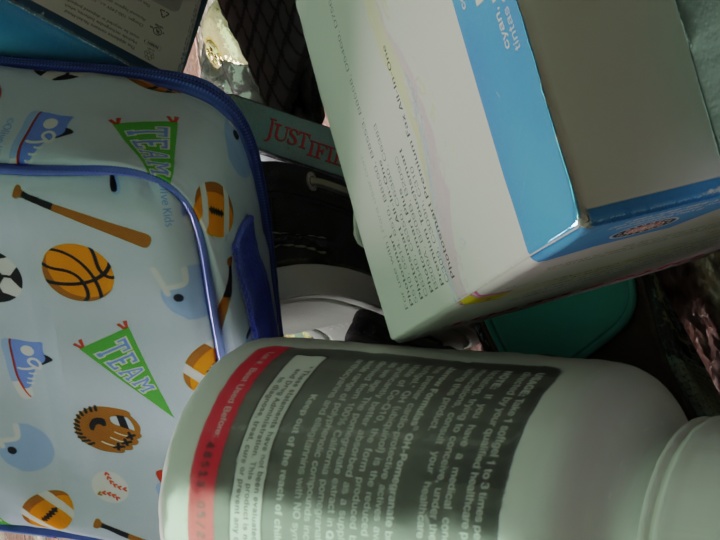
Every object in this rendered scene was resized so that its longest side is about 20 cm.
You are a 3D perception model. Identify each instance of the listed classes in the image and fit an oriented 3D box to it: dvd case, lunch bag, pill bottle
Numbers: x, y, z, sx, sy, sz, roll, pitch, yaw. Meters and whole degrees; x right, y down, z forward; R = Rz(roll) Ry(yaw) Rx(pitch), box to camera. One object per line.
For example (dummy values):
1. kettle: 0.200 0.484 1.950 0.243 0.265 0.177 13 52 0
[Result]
1. dvd case: -0.045 -0.050 0.923 0.199 0.145 0.022 7 82 57
2. lunch bag: -0.100 0.019 0.779 0.076 0.159 0.201 -71 -20 -48
3. pill bottle: 0.043 0.082 0.681 0.199 0.110 0.112 3 110 34

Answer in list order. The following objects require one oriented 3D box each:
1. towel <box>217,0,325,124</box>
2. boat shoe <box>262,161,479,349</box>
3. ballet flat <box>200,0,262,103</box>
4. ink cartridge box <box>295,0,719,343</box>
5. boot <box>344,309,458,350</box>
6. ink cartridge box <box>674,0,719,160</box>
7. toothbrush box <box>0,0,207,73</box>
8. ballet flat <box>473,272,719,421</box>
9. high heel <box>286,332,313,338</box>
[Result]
1. towel: -0.010 -0.174 0.867 0.166 0.085 0.201 63 155 26
2. boat shoe: 0.000 0.000 0.890 0.200 0.075 0.061 32 -132 -70
3. ballet flat: -0.067 -0.051 1.138 0.066 0.056 0.202 -133 34 -51
4. ink cartridge box: 0.069 -0.063 0.657 0.200 0.127 0.126 146 109 -70
5. boot: -0.008 0.097 0.841 0.069 0.132 0.200 28 163 0
6. ink cartridge box: 0.170 -0.009 0.466 0.197 0.047 0.202 -24 78 50
7. toothbrush box: -0.162 -0.083 0.826 0.200 0.146 0.086 -41 27 50
8. ballet flat: 0.092 0.040 0.767 0.074 0.074 0.201 109 143 -57
9. high heel: 0.026 0.062 1.001 0.142 0.071 0.202 13 104 42
